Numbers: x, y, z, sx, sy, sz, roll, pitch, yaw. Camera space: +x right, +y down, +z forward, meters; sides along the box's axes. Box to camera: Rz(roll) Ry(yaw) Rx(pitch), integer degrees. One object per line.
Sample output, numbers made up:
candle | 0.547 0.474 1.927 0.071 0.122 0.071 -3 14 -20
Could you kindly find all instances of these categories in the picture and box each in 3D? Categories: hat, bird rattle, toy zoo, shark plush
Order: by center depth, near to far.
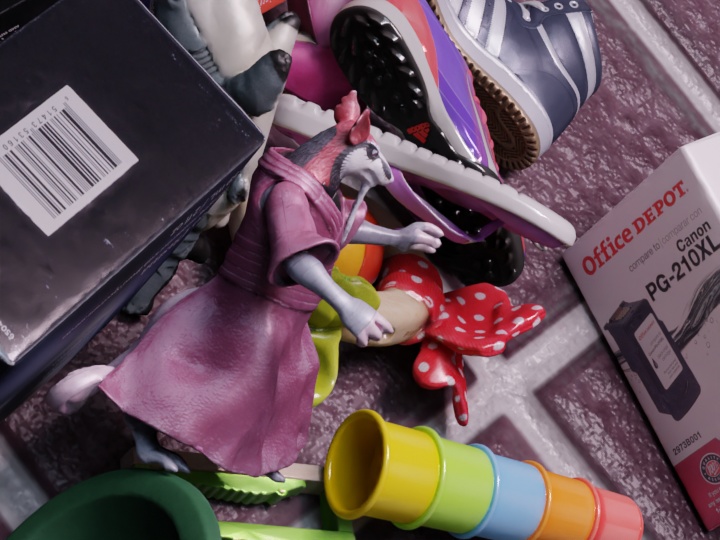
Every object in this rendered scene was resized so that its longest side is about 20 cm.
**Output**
hat | -0.090 0.224 0.999 0.176 0.165 0.201 50 22 -36
toy zoo | -0.057 0.193 1.070 0.130 0.020 0.202 9 59 -27
shark plush | -0.093 -0.074 1.114 0.083 0.201 0.091 17 33 -5
bird rattle | 0.000 0.000 1.173 0.199 0.113 0.164 -4 49 -36

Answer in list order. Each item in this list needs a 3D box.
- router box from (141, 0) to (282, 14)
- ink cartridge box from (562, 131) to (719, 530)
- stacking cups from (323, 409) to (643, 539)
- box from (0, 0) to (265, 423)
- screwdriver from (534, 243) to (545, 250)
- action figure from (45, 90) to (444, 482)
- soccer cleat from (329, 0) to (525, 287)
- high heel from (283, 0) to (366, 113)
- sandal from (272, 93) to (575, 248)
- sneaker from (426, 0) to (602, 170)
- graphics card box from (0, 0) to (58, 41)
router box | -0.112 -0.226 1.209 0.199 0.049 0.179 35 47 24
ink cartridge box | 0.229 0.033 1.254 0.084 0.145 0.201 -16 72 -36
stacking cups | 0.077 0.129 1.150 0.199 0.060 0.061 18 55 -30
box | -0.178 -0.008 1.001 0.123 0.198 0.200 46 50 -1
screwdriver | 0.054 -0.093 1.290 0.029 0.028 0.200 -44 86 -7
action figure | -0.046 0.002 1.025 0.148 0.202 0.134 21 8 7
soccer cleat | 0.053 -0.085 1.239 0.201 0.068 0.073 60 42 -17
high heel | -0.086 -0.114 1.225 0.198 0.067 0.097 -16 111 -26
sandal | 0.031 -0.044 1.174 0.201 0.050 0.082 25 2 26
sneaker | 0.076 -0.171 1.331 0.108 0.070 0.201 -39 93 -35
graphics card box | -0.197 -0.186 1.112 0.126 0.199 0.051 65 8 17
